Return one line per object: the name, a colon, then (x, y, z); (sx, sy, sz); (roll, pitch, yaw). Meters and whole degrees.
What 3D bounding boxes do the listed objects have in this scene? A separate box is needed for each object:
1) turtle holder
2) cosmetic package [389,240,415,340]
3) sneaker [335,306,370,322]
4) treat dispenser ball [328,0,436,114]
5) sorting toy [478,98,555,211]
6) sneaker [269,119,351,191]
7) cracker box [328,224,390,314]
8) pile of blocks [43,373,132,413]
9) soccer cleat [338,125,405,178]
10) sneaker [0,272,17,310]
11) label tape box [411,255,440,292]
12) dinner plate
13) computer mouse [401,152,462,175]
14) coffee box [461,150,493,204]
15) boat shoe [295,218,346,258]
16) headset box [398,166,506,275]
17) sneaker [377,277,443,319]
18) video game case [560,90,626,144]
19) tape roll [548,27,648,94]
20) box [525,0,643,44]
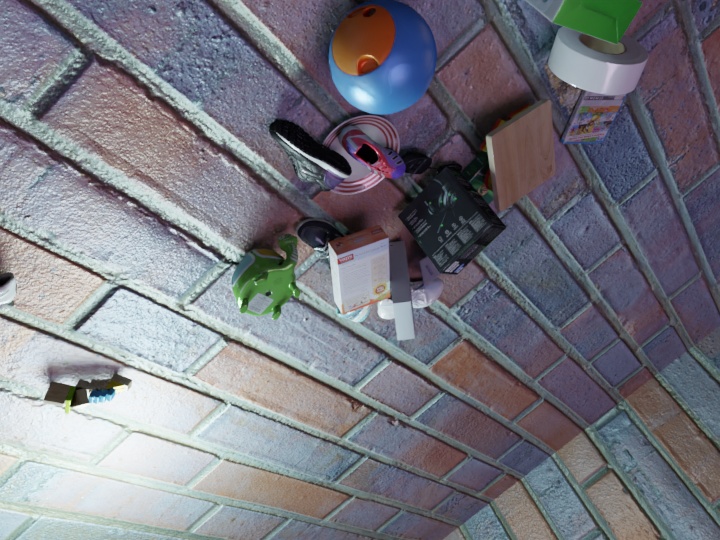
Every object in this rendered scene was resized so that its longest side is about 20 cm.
turtle holder: (-0.218, 0.007, 1.561); (0.140, 0.132, 0.187); (-3, 131, -28)
cosmetic package: (0.102, 0.050, 1.751); (0.051, 0.201, 0.151); (-8, 139, 5)
sneaker: (0.001, 0.057, 1.792); (0.086, 0.078, 0.201); (6, 127, -31)
treat dispenser ball: (0.041, -0.391, 1.274); (0.199, 0.201, 0.202); (-17, 138, -16)
sorting toy: (0.364, -0.278, 1.639); (0.198, 0.069, 0.201); (-34, 130, -22)
sneaker: (-0.118, -0.225, 1.427); (0.199, 0.076, 0.087); (31, 125, -30)
cracker box: (0.000, 0.000, 1.650); (0.133, 0.058, 0.201); (-19, 137, -16)
pile of blocks: (-0.638, 0.300, 1.627); (0.198, 0.082, 0.062); (-4, 132, -30)
soccer cleat: (0.035, -0.238, 1.486); (0.068, 0.073, 0.199); (-46, 137, 16)
sneaker: (-0.751, 0.028, 1.298); (0.199, 0.074, 0.089); (-3, 133, -43)
label tape box: (0.216, -0.031, 1.789); (0.199, 0.066, 0.143); (-33, 177, 27)
dinner plate: (-0.007, -0.254, 1.517); (0.199, 0.024, 0.201); (-18, 138, -17)
computer mouse: (0.164, -0.251, 1.627); (0.199, 0.034, 0.059); (1, 145, -42)
coffee box: (0.290, -0.205, 1.736); (0.200, 0.044, 0.123); (-47, 137, 17)
boat shoe: (-0.071, -0.060, 1.639); (0.075, 0.062, 0.200); (-44, 138, 14)
headset box: (0.211, -0.121, 1.648); (0.174, 0.201, 0.092); (-46, 156, 22)
sneaker: (0.137, 0.065, 1.887); (0.199, 0.071, 0.081); (-24, 140, -9)
video game case: (0.598, -0.411, 1.746); (0.142, 0.018, 0.201); (-7, 134, -27)
tape roll: (0.513, -0.461, 1.504); (0.201, 0.203, 0.071); (-12, 136, -22)
box: (0.421, -0.552, 1.372); (0.198, 0.177, 0.097); (2, 130, -34)
